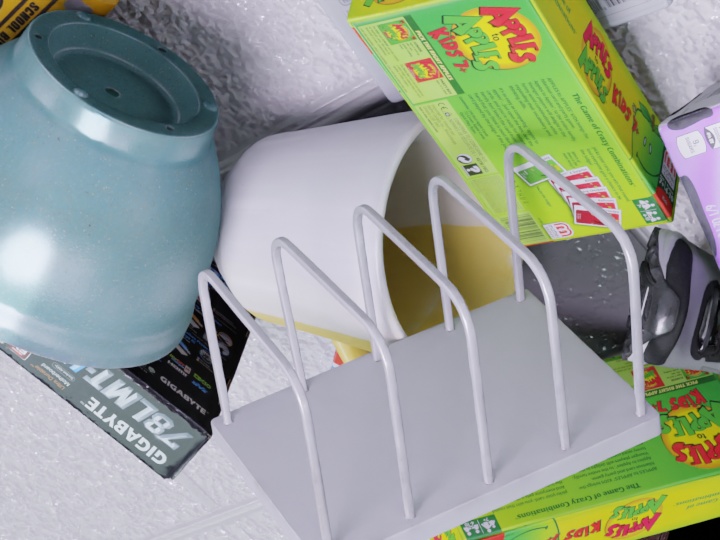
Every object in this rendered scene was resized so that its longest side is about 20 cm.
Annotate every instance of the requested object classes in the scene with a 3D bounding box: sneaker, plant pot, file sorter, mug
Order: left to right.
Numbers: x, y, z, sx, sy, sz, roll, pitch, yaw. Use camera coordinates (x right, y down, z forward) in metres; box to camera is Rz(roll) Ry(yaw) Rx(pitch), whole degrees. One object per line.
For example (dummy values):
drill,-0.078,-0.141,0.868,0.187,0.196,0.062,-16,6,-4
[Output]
plant pot,-0.160,-0.061,1.243,0.200,0.200,0.135,30,117,-2
mug,-0.005,-0.004,1.296,0.153,0.149,0.188,4,98,36
file sorter,0.031,0.039,1.126,0.139,0.199,0.125,45,152,50
sneaker,0.195,0.023,1.208,0.079,0.200,0.074,16,93,22

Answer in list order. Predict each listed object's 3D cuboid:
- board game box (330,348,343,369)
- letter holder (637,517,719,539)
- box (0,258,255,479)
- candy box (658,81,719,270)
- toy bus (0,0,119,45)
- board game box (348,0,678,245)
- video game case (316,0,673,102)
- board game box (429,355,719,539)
board game box,0.076,0.096,1.437,0.199,0.040,0.153,22,139,8
letter holder,0.206,0.207,1.399,0.100,0.142,0.200,27,139,2
box,-0.162,0.010,1.363,0.200,0.199,0.050,39,113,-12
candy box,0.279,-0.039,1.123,0.199,0.071,0.168,-20,99,39
toy bus,-0.216,-0.152,1.330,0.078,0.065,0.200,39,137,-15
board game box,0.087,-0.096,1.183,0.101,0.048,0.200,-10,139,29
video game case,0.044,-0.189,1.182,0.199,0.023,0.182,-15,123,40
board game box,0.129,0.111,1.295,0.199,0.102,0.048,-13,142,-18
